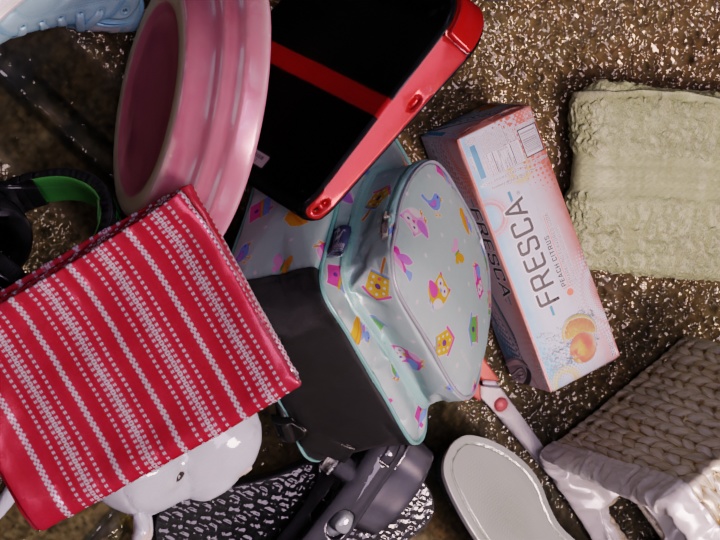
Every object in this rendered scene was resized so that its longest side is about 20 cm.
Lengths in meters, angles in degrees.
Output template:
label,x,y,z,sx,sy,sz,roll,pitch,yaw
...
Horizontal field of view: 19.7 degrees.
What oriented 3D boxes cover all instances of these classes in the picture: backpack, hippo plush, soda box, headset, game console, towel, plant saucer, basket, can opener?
label,x,y,z,sx,sy,sz,roll,pitch,yaw
backpack,0.000,0.000,1.373,0.153,0.201,0.176,-18,131,19
hippo plush,-0.151,0.086,1.362,0.199,0.161,0.160,-13,102,-16
soda box,0.114,-0.018,1.483,0.063,0.068,0.201,-25,103,-17
headset,-0.253,-0.012,1.336,0.199,0.124,0.094,-20,132,9
game console,-0.021,-0.126,1.357,0.031,0.200,0.177,41,85,-34
towel,-0.154,0.056,1.267,0.199,0.022,0.145,-29,91,12
towel,0.241,-0.064,1.539,0.199,0.036,0.149,1,98,-19
plant saucer,-0.114,-0.106,1.325,0.051,0.200,0.202,9,95,-22
basket,0.273,0.172,1.496,0.161,0.200,0.199,-41,108,-13
can opener,-0.031,0.187,1.422,0.079,0.063,0.200,39,92,-12

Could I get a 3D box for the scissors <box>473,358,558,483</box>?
label,x,y,z,sx,sy,sz,roll,pitch,yaw
scissors,0.100,0.085,1.524,0.200,0.014,0.073,35,86,-19

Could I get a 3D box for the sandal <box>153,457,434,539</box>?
label,x,y,z,sx,sy,sz,roll,pitch,yaw
sandal,-0.048,0.165,1.474,0.199,0.048,0.076,-6,101,-5

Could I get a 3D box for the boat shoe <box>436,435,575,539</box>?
label,x,y,z,sx,sy,sz,roll,pitch,yaw
boat shoe,0.116,0.200,1.521,0.200,0.060,0.076,51,61,-16

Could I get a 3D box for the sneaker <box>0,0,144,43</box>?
label,x,y,z,sx,sy,sz,roll,pitch,yaw
sneaker,-0.183,-0.181,1.360,0.200,0.074,0.082,-36,104,-10
